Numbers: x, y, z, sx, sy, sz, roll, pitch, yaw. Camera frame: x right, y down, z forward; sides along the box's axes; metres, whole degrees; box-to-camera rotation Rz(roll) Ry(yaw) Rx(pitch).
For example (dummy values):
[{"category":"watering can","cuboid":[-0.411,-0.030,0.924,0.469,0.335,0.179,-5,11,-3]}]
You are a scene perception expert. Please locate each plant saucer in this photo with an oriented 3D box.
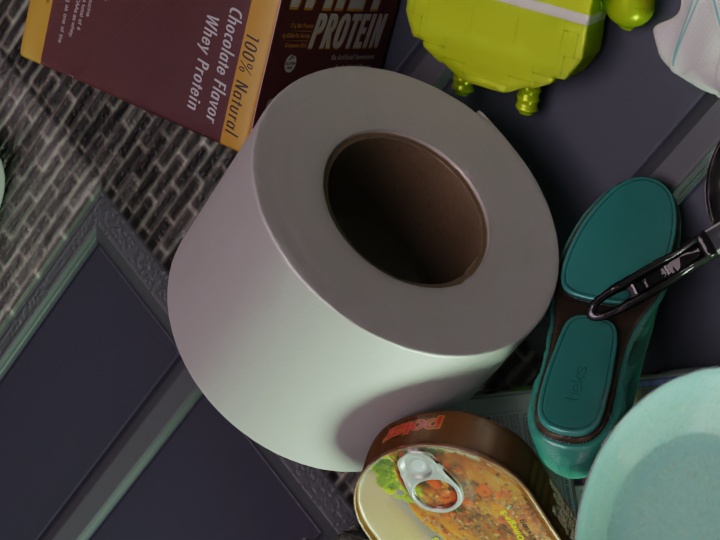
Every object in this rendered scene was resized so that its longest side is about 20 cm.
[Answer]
[{"category":"plant saucer","cuboid":[0.200,0.155,1.111,0.039,0.199,0.203,173,87,-68]}]

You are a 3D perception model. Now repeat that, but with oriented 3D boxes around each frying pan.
[{"category":"frying pan","cuboid":[0.214,-0.041,1.102,0.188,0.031,0.116,-7,80,5]}]

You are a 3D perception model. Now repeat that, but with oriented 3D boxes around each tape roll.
[{"category":"tape roll","cuboid":[0.000,0.000,1.171,0.203,0.202,0.139,55,138,16]}]

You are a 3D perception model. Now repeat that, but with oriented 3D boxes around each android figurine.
[{"category":"android figurine","cuboid":[0.096,-0.195,1.188,0.181,0.041,0.202,17,114,24]}]

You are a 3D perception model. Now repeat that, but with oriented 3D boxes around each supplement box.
[{"category":"supplement box","cuboid":[-0.088,-0.203,1.271,0.199,0.132,0.199,24,109,30]}]

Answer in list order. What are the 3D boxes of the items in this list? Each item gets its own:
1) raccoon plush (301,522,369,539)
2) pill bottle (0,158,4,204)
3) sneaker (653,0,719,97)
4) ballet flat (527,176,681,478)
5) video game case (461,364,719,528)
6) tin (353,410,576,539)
[{"category":"raccoon plush","cuboid":[-0.017,0.264,1.314,0.200,0.096,0.134,-51,61,28]},{"category":"pill bottle","cuboid":[-0.375,-0.089,1.492,0.199,0.113,0.114,30,112,27]},{"category":"sneaker","cuboid":[0.218,-0.195,1.103,0.080,0.070,0.202,28,111,31]},{"category":"ballet flat","cuboid":[0.140,0.037,1.151,0.067,0.201,0.071,13,145,14]},{"category":"video game case","cuboid":[0.155,0.166,1.206,0.180,0.045,0.202,-9,91,36]},{"category":"tin","cuboid":[0.074,0.161,1.149,0.111,0.042,0.201,-18,123,25]}]
